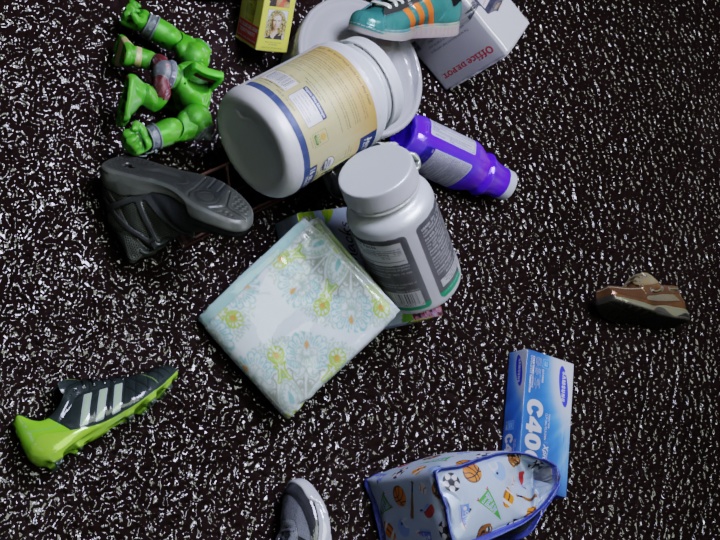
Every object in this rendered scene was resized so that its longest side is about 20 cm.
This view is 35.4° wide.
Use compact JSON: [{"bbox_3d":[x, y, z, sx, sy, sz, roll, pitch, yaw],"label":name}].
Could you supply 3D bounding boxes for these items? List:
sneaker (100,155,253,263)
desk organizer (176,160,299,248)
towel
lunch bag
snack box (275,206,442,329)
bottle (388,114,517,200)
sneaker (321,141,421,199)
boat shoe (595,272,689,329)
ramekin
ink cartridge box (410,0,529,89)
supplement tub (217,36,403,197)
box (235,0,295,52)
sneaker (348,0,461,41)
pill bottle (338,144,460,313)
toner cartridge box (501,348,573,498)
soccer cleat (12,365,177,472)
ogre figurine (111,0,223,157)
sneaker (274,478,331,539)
[{"bbox_3d":[-0.217,-0.057,1.332,0.076,0.199,0.115,-49,151,-56],"label":"sneaker"},{"bbox_3d":[-0.149,-0.107,1.437,0.200,0.077,0.072,-30,94,-36],"label":"desk organizer"},{"bbox_3d":[-0.075,0.054,1.404,0.200,0.048,0.171,-42,87,-8],"label":"towel"},{"bbox_3d":[0.138,0.292,1.462,0.199,0.170,0.124,-12,87,-36],"label":"lunch bag"},{"bbox_3d":[0.000,0.000,1.514,0.199,0.068,0.170,-10,84,-34],"label":"snack box"},{"bbox_3d":[0.138,-0.158,1.641,0.199,0.083,0.066,21,59,-27],"label":"bottle"},{"bbox_3d":[0.016,-0.143,1.504,0.200,0.088,0.074,-17,90,-62],"label":"sneaker"},{"bbox_3d":[0.446,0.044,1.806,0.199,0.076,0.074,13,64,-39],"label":"boat shoe"},{"bbox_3d":[-0.020,-0.265,1.558,0.202,0.094,0.203,10,71,-31],"label":"ramekin"},{"bbox_3d":[0.126,-0.386,1.658,0.200,0.145,0.084,48,55,-14],"label":"ink cartridge box"},{"bbox_3d":[-0.058,-0.191,1.376,0.200,0.144,0.145,-34,96,-30],"label":"supplement tub"},{"bbox_3d":[-0.114,-0.393,1.479,0.050,0.075,0.201,-1,116,-31],"label":"box"},{"bbox_3d":[0.061,-0.356,1.521,0.199,0.071,0.080,-16,121,-43],"label":"sneaker"},{"bbox_3d":[0.048,-0.051,1.400,0.113,0.113,0.200,-56,140,-31],"label":"pill bottle"},{"bbox_3d":[0.257,0.223,1.639,0.095,0.043,0.201,19,67,-30],"label":"toner cartridge box"},{"bbox_3d":[-0.296,0.147,1.278,0.200,0.068,0.081,-31,82,-35],"label":"soccer cleat"},{"bbox_3d":[-0.239,-0.229,1.395,0.119,0.098,0.201,8,46,-29],"label":"ogre figurine"},{"bbox_3d":[-0.097,0.351,1.344,0.113,0.075,0.201,4,77,-36],"label":"sneaker"}]
